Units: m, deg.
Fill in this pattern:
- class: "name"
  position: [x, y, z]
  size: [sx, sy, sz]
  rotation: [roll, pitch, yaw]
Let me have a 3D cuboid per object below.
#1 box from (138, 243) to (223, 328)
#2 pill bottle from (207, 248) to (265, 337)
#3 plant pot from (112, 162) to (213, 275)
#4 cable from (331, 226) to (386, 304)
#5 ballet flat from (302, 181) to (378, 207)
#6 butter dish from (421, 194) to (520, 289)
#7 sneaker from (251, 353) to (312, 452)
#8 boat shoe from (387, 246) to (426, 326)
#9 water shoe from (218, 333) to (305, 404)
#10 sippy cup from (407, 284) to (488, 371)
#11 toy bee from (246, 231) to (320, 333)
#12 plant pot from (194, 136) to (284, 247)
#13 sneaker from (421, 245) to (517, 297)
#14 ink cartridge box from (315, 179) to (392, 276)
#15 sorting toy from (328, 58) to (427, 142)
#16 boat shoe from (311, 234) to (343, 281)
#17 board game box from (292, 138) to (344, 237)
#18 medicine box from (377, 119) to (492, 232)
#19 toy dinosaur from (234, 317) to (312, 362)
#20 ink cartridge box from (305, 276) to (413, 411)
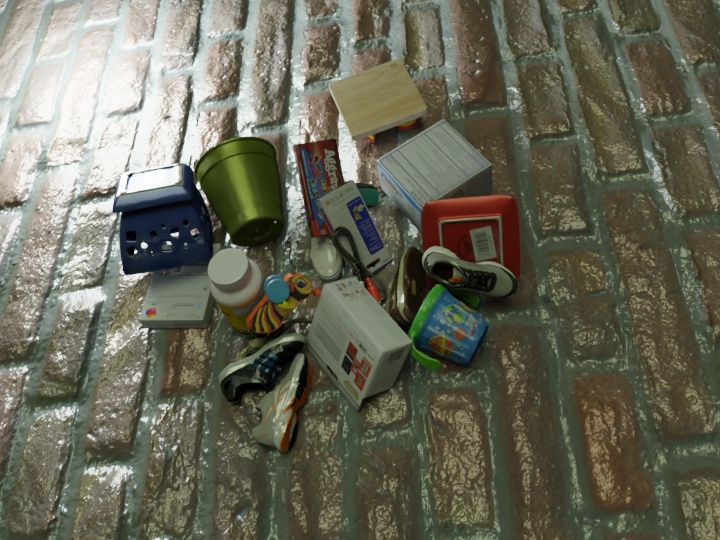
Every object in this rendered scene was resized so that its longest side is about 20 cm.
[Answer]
- class: "box"
  position: [-0.400, 0.033, 1.653]
  size: [0.153, 0.041, 0.202]
  rotation: [-1, 56, 11]
- class: "pill bottle"
  position: [-0.246, 0.045, 1.518]
  size: [0.111, 0.201, 0.114]
  rotation: [-5, 56, 7]
- class: "plant pot"
  position: [-0.443, -0.125, 1.628]
  size: [0.197, 0.182, 0.201]
  rotation: [-11, 29, -6]
- class: "cable"
  position: [0.000, 0.000, 1.545]
  size: [0.096, 0.050, 0.203]
  rotation: [-14, 93, -8]
- class: "ballet flat"
  position: [-0.053, -0.175, 1.667]
  size: [0.197, 0.073, 0.074]
  rotation: [-1, 50, -30]
- class: "butter dish"
  position: [0.232, -0.073, 1.540]
  size: [0.196, 0.203, 0.148]
  rotation: [-3, 21, 10]
- class: "sneaker"
  position: [-0.159, 0.252, 1.449]
  size: [0.091, 0.076, 0.202]
  rotation: [6, 58, 19]
- class: "boat shoe"
  position: [0.089, 0.034, 1.540]
  size: [0.074, 0.075, 0.204]
  rotation: [-33, 28, 34]
- class: "water shoe"
  position: [-0.190, 0.204, 1.491]
  size: [0.198, 0.072, 0.079]
  rotation: [-29, 60, 0]
- class: "sippy cup"
  position: [0.178, 0.116, 1.444]
  size: [0.129, 0.140, 0.179]
  rotation: [28, 86, 13]
- class: "toy bee"
  position: [-0.138, 0.046, 1.446]
  size: [0.108, 0.201, 0.131]
  rotation: [28, 23, -14]
- class: "plant pot"
  position: [-0.262, -0.167, 1.680]
  size: [0.198, 0.201, 0.195]
  rotation: [-20, 68, -2]
- class: "sneaker"
  position: [0.216, 0.015, 1.456]
  size: [0.197, 0.075, 0.080]
  rotation: [16, 22, -1]
- class: "ink cartridge box"
  position: [-0.013, -0.086, 1.595]
  size: [0.094, 0.037, 0.202]
  rotation: [-32, 100, -23]
- class: "sorting toy"
  position: [0.045, -0.413, 1.837]
  size: [0.197, 0.070, 0.200]
  rotation: [-20, 56, -3]
- class: "boat shoe"
  position: [-0.081, -0.072, 1.641]
  size: [0.070, 0.070, 0.202]
  rotation: [-9, 56, 5]
- class: "board game box"
  position: [-0.081, -0.180, 1.595]
  size: [0.102, 0.019, 0.203]
  rotation: [-14, 94, -30]
- class: "medicine box"
  position: [0.169, -0.214, 1.665]
  size: [0.199, 0.103, 0.183]
  rotation: [-33, 58, -10]
- class: "toy dinosaur"
  position: [-0.189, 0.133, 1.520]
  size: [0.198, 0.088, 0.048]
  rotation: [-28, 67, -7]
- class: "ink cartridge box"
  position: [-0.010, 0.146, 1.461]
  size: [0.083, 0.177, 0.200]
  rotation: [-14, 49, -39]
